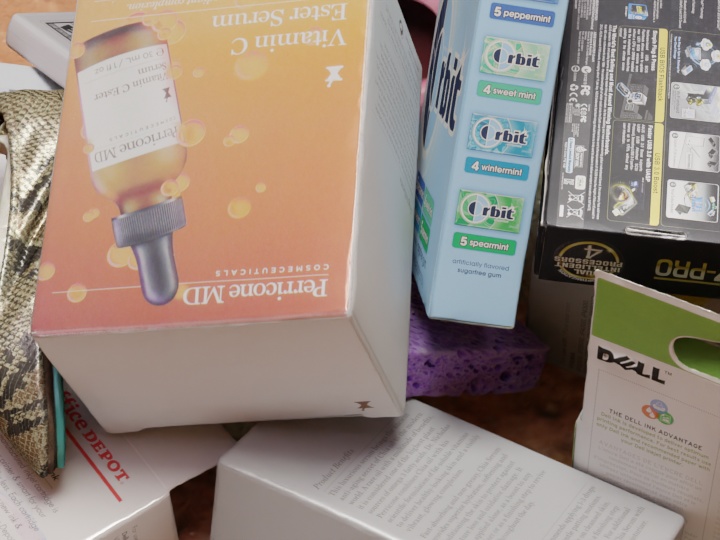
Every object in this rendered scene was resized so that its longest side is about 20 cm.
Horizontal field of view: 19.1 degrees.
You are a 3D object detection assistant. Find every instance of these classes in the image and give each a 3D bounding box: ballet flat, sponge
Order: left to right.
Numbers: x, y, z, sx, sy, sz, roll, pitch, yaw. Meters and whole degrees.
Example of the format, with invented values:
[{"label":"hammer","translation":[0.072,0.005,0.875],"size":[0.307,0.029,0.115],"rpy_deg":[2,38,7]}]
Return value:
[{"label":"ballet flat","translation":[-0.170,0.002,1.027],"size":[0.075,0.068,0.201],"rpy_deg":[6,65,-7]},{"label":"sponge","translation":[0.000,0.000,1.116],"size":[0.111,0.030,0.200],"rpy_deg":[1,30,-38]}]

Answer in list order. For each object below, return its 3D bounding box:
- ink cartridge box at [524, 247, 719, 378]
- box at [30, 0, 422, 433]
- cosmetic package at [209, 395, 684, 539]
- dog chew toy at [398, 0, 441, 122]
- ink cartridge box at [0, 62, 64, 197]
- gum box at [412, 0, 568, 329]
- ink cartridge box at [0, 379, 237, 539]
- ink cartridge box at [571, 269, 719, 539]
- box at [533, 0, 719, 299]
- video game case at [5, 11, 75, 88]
[{"label":"ink cartridge box","translation":[0.203,0.008,1.115],"size":[0.199,0.084,0.145],"rpy_deg":[22,52,21]},{"label":"box","translation":[-0.057,-0.038,1.008],"size":[0.151,0.106,0.201],"rpy_deg":[-4,60,13]},{"label":"cosmetic package","translation":[0.039,0.128,1.005],"size":[0.199,0.072,0.101],"rpy_deg":[23,36,20]},{"label":"dog chew toy","translation":[0.027,-0.143,1.209],"size":[0.124,0.125,0.200],"rpy_deg":[3,16,4]},{"label":"ink cartridge box","translation":[-0.186,-0.051,1.119],"size":[0.057,0.200,0.163],"rpy_deg":[-35,45,22]},{"label":"gum box","translation":[0.061,-0.090,1.027],"size":[0.044,0.201,0.170],"rpy_deg":[7,11,-4]},{"label":"ink cartridge box","translation":[-0.166,0.118,1.036],"size":[0.199,0.068,0.117],"rpy_deg":[-29,53,-21]},{"label":"ink cartridge box","translation":[0.180,0.069,0.983],"size":[0.147,0.201,0.076],"rpy_deg":[22,52,19]},{"label":"box","translation":[0.167,-0.080,1.001],"size":[0.160,0.049,0.201],"rpy_deg":[5,55,4]},{"label":"video game case","translation":[-0.070,-0.094,1.195],"size":[0.200,0.023,0.181],"rpy_deg":[36,29,32]}]
